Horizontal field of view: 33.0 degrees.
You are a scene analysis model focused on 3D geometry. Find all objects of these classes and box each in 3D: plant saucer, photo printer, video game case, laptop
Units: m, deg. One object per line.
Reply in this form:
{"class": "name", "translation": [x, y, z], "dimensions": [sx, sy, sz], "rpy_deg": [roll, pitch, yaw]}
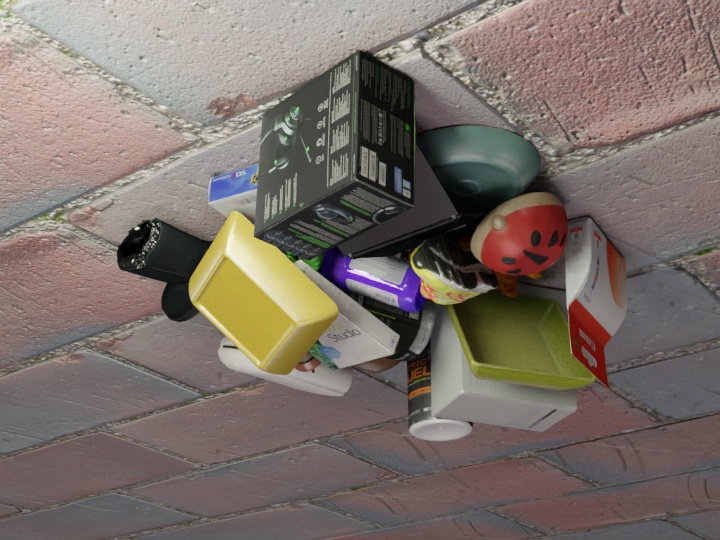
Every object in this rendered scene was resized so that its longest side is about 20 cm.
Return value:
{"class": "plant saucer", "translation": [-0.148, 0.046, 1.671], "dimensions": [0.200, 0.048, 0.200], "rpy_deg": [43, 139, 3]}
{"class": "photo printer", "translation": [-0.135, 0.156, 2.078], "dimensions": [0.199, 0.070, 0.166], "rpy_deg": [21, 169, -33]}
{"class": "plant saucer", "translation": [-0.030, 0.128, 1.991], "dimensions": [0.199, 0.037, 0.200], "rpy_deg": [20, 178, 1]}
{"class": "video game case", "translation": [-0.074, -0.091, 1.645], "dimensions": [0.198, 0.046, 0.181], "rpy_deg": [-13, 149, 26]}
{"class": "laptop", "translation": [0.053, -0.089, 1.592], "dimensions": [0.176, 0.104, 0.200], "rpy_deg": [-19, 173, 28]}
{"class": "plant saucer", "translation": [0.137, -0.121, 1.590], "dimensions": [0.198, 0.036, 0.200], "rpy_deg": [1, 154, 0]}
{"class": "plant saucer", "translation": [0.222, 0.105, 1.782], "dimensions": [0.198, 0.201, 0.048], "rpy_deg": [9, 122, -18]}

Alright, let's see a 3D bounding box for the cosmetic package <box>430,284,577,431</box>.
{"class": "cosmetic package", "translation": [0.219, 0.130, 1.906], "dimensions": [0.198, 0.201, 0.123], "rpy_deg": [11, 152, -19]}

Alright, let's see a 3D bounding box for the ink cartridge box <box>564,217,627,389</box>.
{"class": "ink cartridge box", "translation": [0.340, 0.047, 1.733], "dimensions": [0.050, 0.202, 0.162], "rpy_deg": [-15, 150, 25]}

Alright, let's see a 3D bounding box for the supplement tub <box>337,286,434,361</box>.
{"class": "supplement tub", "translation": [0.005, 0.060, 1.862], "dimensions": [0.199, 0.124, 0.122], "rpy_deg": [19, 149, -31]}

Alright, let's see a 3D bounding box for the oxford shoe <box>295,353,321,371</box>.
{"class": "oxford shoe", "translation": [-0.124, 0.078, 1.889], "dimensions": [0.200, 0.070, 0.075], "rpy_deg": [35, 161, 48]}

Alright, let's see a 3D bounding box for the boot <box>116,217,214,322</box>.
{"class": "boot", "translation": [-0.289, -0.002, 1.794], "dimensions": [0.167, 0.077, 0.200], "rpy_deg": [17, 143, -36]}

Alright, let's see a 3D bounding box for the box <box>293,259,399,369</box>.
{"class": "box", "translation": [-0.062, 0.068, 1.733], "dimensions": [0.200, 0.037, 0.144], "rpy_deg": [39, 145, -26]}

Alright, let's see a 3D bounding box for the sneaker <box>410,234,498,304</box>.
{"class": "sneaker", "translation": [0.112, 0.012, 1.649], "dimensions": [0.090, 0.079, 0.200], "rpy_deg": [-28, 157, 24]}

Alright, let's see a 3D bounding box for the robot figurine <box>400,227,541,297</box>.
{"class": "robot figurine", "translation": [0.158, -0.016, 1.772], "dimensions": [0.198, 0.059, 0.145], "rpy_deg": [10, 151, -19]}

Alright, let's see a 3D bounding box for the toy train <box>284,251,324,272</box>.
{"class": "toy train", "translation": [-0.076, -0.024, 1.669], "dimensions": [0.056, 0.042, 0.200], "rpy_deg": [25, 153, 5]}

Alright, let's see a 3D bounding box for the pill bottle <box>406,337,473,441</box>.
{"class": "pill bottle", "translation": [0.128, 0.168, 1.985], "dimensions": [0.105, 0.202, 0.106], "rpy_deg": [-1, 153, 0]}

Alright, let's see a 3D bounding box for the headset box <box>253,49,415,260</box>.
{"class": "headset box", "translation": [-0.036, -0.128, 1.423], "dimensions": [0.092, 0.176, 0.199], "rpy_deg": [23, 146, -36]}

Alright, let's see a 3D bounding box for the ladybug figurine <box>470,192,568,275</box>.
{"class": "ladybug figurine", "translation": [0.221, -0.043, 1.638], "dimensions": [0.136, 0.072, 0.200], "rpy_deg": [-41, 158, 19]}

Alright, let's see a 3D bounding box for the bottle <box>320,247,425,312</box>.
{"class": "bottle", "translation": [0.000, 0.000, 1.745], "dimensions": [0.198, 0.066, 0.084], "rpy_deg": [19, 170, 17]}
